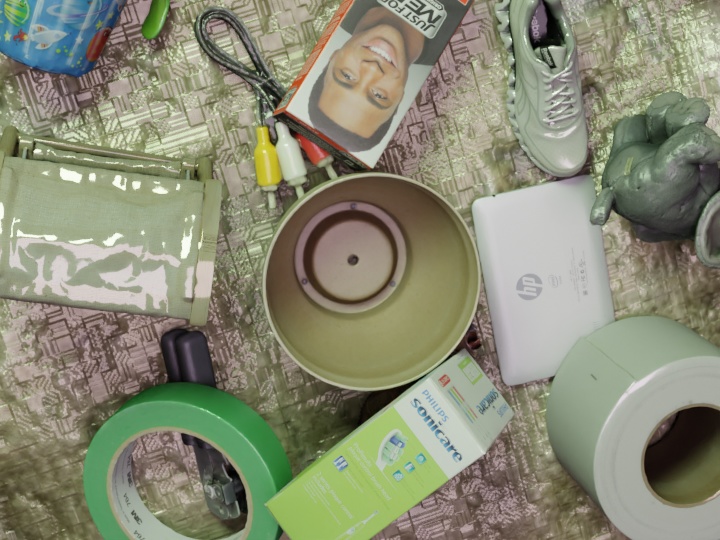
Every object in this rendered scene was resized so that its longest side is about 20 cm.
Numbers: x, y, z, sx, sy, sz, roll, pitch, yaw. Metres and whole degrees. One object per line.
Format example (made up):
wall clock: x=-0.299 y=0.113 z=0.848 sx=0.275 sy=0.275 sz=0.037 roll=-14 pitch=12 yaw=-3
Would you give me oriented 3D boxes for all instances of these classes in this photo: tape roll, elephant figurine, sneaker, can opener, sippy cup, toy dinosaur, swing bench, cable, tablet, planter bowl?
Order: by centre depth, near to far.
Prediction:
sippy cup: x=-0.265 y=-0.246 z=1.168 sx=0.178 sy=0.140 sz=0.130 roll=22 pitch=108 yaw=-2
swing bench: x=-0.231 y=-0.042 z=1.172 sx=0.199 sy=0.200 sz=0.130 roll=7 pitch=100 yaw=-12
cable: x=-0.081 y=-0.163 z=1.251 sx=0.097 sy=0.050 sz=0.200 roll=-25 pitch=106 yaw=-5
planter bowl: x=0.000 y=0.000 z=1.256 sx=0.200 sy=0.135 sz=0.201 roll=-2 pitch=101 yaw=-10
tape roll: x=-0.165 y=0.208 z=1.272 sx=0.200 sy=0.048 sz=0.201 roll=5 pitch=109 yaw=15
sneaker: x=0.180 y=-0.184 z=1.280 sx=0.075 sy=0.081 sz=0.200 roll=-18 pitch=105 yaw=-8
can opener: x=-0.143 y=0.150 z=1.313 sx=0.067 sy=0.053 sz=0.200 roll=-21 pitch=106 yaw=-39
elephant figurine: x=0.336 y=-0.067 z=1.314 sx=0.155 sy=0.142 sz=0.200 roll=-29 pitch=124 yaw=26
toy dinosaur: x=0.052 y=0.130 z=1.323 sx=0.200 sy=0.086 sz=0.136 roll=-30 pitch=95 yaw=13
tape roll: x=0.303 y=0.160 z=1.333 sx=0.202 sy=0.139 sz=0.203 roll=-3 pitch=106 yaw=-12
tablet: x=0.191 y=0.011 z=1.355 sx=0.130 sy=0.014 sz=0.200 roll=-13 pitch=103 yaw=-7

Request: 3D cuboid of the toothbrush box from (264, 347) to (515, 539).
toothbrush box: x=0.030 y=0.173 z=1.220 sx=0.200 sy=0.146 sz=0.086 roll=-38 pitch=85 yaw=19

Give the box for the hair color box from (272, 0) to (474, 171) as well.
hair color box: x=0.015 y=-0.202 z=1.237 sx=0.101 sy=0.061 sz=0.200 roll=32 pitch=83 yaw=-15
